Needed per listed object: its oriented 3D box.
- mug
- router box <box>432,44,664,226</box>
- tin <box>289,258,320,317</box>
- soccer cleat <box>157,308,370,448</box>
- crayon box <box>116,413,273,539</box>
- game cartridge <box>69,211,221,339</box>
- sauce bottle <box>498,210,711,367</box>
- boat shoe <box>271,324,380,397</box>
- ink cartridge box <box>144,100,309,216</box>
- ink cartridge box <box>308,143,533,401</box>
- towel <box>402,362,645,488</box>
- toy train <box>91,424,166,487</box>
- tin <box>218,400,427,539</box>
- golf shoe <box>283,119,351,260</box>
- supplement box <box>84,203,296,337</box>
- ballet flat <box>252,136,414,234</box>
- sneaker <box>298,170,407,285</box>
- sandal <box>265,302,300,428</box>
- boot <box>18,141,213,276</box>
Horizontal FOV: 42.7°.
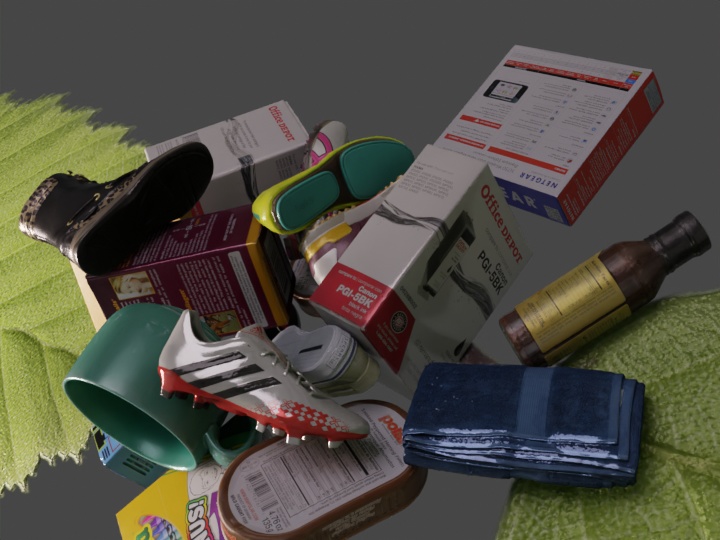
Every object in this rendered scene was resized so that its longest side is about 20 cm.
[{"bbox_3d":[-0.185,0.115,0.909,0.151,0.184,0.115,-28,27,56],"label":"mug"},{"bbox_3d":[0.198,-0.156,1.013,0.180,0.049,0.199,-50,42,-12],"label":"router box"},{"bbox_3d":[0.000,0.000,1.029,0.197,0.042,0.114,1,59,36],"label":"tin"},{"bbox_3d":[-0.081,0.094,0.802,0.196,0.069,0.087,17,86,10],"label":"soccer cleat"},{"bbox_3d":[-0.133,0.261,0.876,0.172,0.058,0.200,-39,41,1],"label":"crayon box"},{"bbox_3d":[-0.265,0.006,1.120,0.197,0.179,0.032,-6,19,29],"label":"game cartridge"},{"bbox_3d":[0.222,0.018,0.832,0.198,0.065,0.065,-32,41,5],"label":"sauce bottle"},{"bbox_3d":[-0.049,0.098,0.898,0.073,0.062,0.199,-57,18,-18],"label":"boat shoe"},{"bbox_3d":[-0.161,-0.125,1.170,0.197,0.085,0.145,-21,36,-8],"label":"ink cartridge box"},{"bbox_3d":[0.065,0.005,0.892,0.082,0.147,0.201,23,70,43],"label":"ink cartridge box"},{"bbox_3d":[0.136,0.123,0.774,0.196,0.049,0.112,1,38,21],"label":"towel"},{"bbox_3d":[-0.254,0.144,1.051,0.114,0.087,0.200,-43,41,3],"label":"toy train"},{"bbox_3d":[-0.032,0.185,0.819,0.197,0.042,0.112,-23,47,-19],"label":"tin"},{"bbox_3d":[-0.028,-0.092,1.062,0.090,0.073,0.203,2,54,11],"label":"golf shoe"},{"bbox_3d":[-0.181,0.010,1.004,0.196,0.112,0.086,-11,33,11],"label":"supplement box"},{"bbox_3d":[-0.032,-0.093,0.975,0.198,0.068,0.066,-28,18,-33],"label":"ballet flat"},{"bbox_3d":[0.037,-0.037,0.965,0.198,0.075,0.091,-30,77,-12],"label":"sneaker"},{"bbox_3d":[-0.100,0.084,1.019,0.074,0.045,0.201,-31,42,8],"label":"sandal"},{"bbox_3d":[-0.272,-0.083,1.017,0.149,0.074,0.200,16,53,39],"label":"boot"}]
